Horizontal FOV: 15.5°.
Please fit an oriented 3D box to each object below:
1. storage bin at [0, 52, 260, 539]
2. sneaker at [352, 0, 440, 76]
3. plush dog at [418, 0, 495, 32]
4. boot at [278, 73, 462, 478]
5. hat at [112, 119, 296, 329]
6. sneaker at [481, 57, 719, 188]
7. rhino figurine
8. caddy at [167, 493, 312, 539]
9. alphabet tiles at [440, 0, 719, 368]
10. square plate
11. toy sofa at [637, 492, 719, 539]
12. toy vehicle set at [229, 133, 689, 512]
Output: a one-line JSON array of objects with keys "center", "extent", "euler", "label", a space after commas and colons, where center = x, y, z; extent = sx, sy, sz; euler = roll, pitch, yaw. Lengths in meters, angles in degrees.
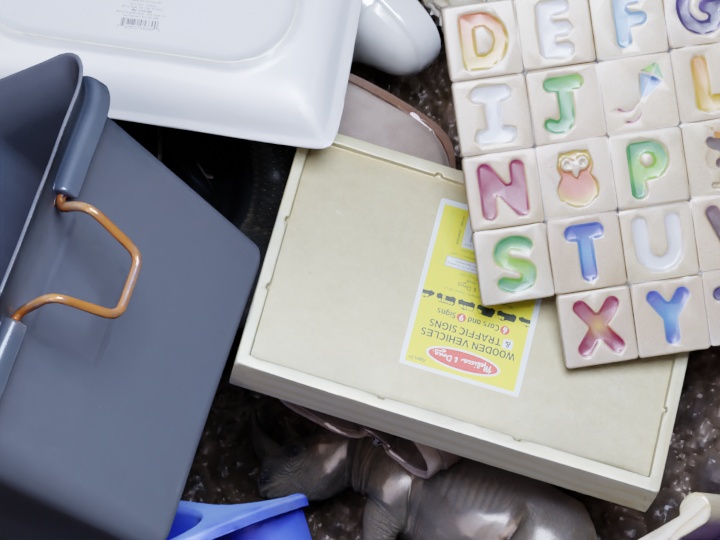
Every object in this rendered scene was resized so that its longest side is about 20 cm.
[{"center": [-0.127, 0.027, 1.151], "extent": [0.145, 0.134, 0.201], "euler": [-16, 49, 47], "label": "storage bin"}, {"center": [-0.059, -0.133, 1.274], "extent": [0.199, 0.073, 0.085], "euler": [30, 69, 12], "label": "sneaker"}, {"center": [0.087, -0.176, 1.234], "extent": [0.199, 0.160, 0.173], "euler": [21, 117, 23], "label": "plush dog"}, {"center": [0.000, 0.000, 1.250], "extent": [0.199, 0.070, 0.147], "euler": [31, 67, 14], "label": "boot"}, {"center": [-0.114, -0.043, 1.306], "extent": [0.081, 0.199, 0.202], "euler": [-41, 65, 58], "label": "hat"}, {"center": [0.150, -0.062, 1.226], "extent": [0.198, 0.090, 0.076], "euler": [9, 88, -3], "label": "sneaker"}, {"center": [0.027, 0.114, 1.260], "extent": [0.199, 0.060, 0.088], "euler": [29, 93, 24], "label": "rhino figurine"}, {"center": [-0.100, 0.160, 1.246], "extent": [0.200, 0.141, 0.106], "euler": [-28, 82, 49], "label": "caddy"}, {"center": [0.126, -0.063, 1.175], "extent": [0.165, 0.006, 0.202], "euler": [-8, 92, -2], "label": "alphabet tiles"}, {"center": [-0.092, -0.160, 1.230], "extent": [0.198, 0.029, 0.199], "euler": [8, 63, 6], "label": "square plate"}, {"center": [0.194, 0.193, 1.170], "extent": [0.097, 0.083, 0.201], "euler": [-31, 74, 17], "label": "toy sofa"}, {"center": [0.051, 0.020, 1.198], "extent": [0.198, 0.027, 0.125], "euler": [17, 66, -1], "label": "toy vehicle set"}]
